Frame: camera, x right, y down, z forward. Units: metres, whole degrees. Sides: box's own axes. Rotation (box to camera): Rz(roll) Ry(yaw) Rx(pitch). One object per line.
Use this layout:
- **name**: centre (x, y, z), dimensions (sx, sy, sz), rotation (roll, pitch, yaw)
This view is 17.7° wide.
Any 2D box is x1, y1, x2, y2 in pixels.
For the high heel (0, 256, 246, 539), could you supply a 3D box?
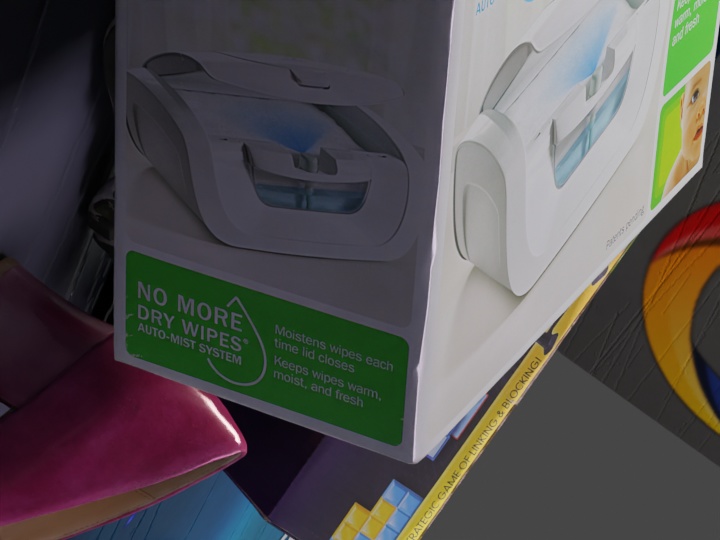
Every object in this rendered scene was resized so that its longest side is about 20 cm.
- **high heel**: centre (-0.125, 0.100, 0.702), dimensions (0.200, 0.096, 0.067), rotation (-53, 172, -10)

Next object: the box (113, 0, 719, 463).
- **box**: centre (0.023, -0.081, 0.610), dimensions (0.200, 0.096, 0.177), rotation (-40, 141, -52)

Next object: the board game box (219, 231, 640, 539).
- **board game box**: centre (0.000, 0.000, 0.831), dimensions (0.166, 0.057, 0.200), rotation (-54, -154, 0)

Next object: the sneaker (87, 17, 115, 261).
- **sneaker**: centre (-0.032, -0.044, 0.732), dimensions (0.085, 0.074, 0.200), rotation (-52, 172, -24)
